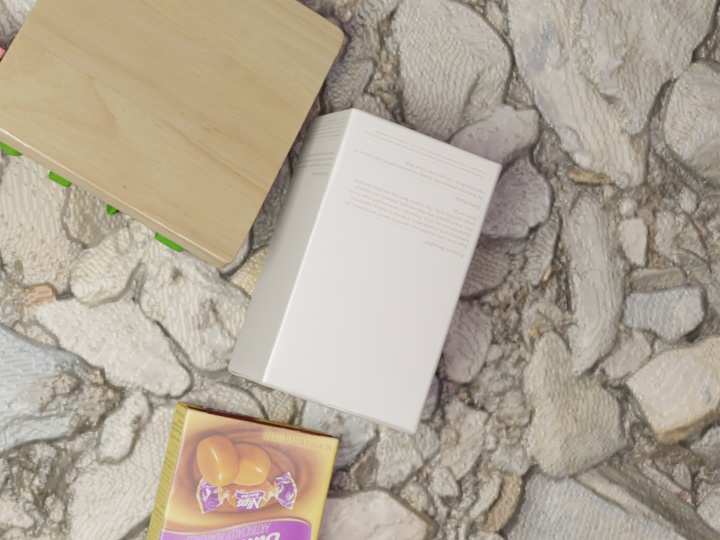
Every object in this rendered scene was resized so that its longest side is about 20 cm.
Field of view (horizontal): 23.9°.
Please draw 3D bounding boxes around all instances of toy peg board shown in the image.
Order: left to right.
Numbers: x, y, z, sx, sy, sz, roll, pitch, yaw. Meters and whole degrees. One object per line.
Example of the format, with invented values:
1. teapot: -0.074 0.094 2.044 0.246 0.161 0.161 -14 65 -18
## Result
1. toy peg board: -0.149 -0.126 1.204 0.200 0.098 0.200 31 67 -14

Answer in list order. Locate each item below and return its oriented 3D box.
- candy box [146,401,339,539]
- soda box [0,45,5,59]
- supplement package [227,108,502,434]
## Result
1. candy box: -0.096 0.205 1.232 0.116 0.056 0.201 13 89 -16
2. soda box: -0.331 -0.093 1.157 0.070 0.063 0.200 40 81 -12
3. supplement package: 0.000 0.000 1.220 0.121 0.120 0.201 20 86 -16
